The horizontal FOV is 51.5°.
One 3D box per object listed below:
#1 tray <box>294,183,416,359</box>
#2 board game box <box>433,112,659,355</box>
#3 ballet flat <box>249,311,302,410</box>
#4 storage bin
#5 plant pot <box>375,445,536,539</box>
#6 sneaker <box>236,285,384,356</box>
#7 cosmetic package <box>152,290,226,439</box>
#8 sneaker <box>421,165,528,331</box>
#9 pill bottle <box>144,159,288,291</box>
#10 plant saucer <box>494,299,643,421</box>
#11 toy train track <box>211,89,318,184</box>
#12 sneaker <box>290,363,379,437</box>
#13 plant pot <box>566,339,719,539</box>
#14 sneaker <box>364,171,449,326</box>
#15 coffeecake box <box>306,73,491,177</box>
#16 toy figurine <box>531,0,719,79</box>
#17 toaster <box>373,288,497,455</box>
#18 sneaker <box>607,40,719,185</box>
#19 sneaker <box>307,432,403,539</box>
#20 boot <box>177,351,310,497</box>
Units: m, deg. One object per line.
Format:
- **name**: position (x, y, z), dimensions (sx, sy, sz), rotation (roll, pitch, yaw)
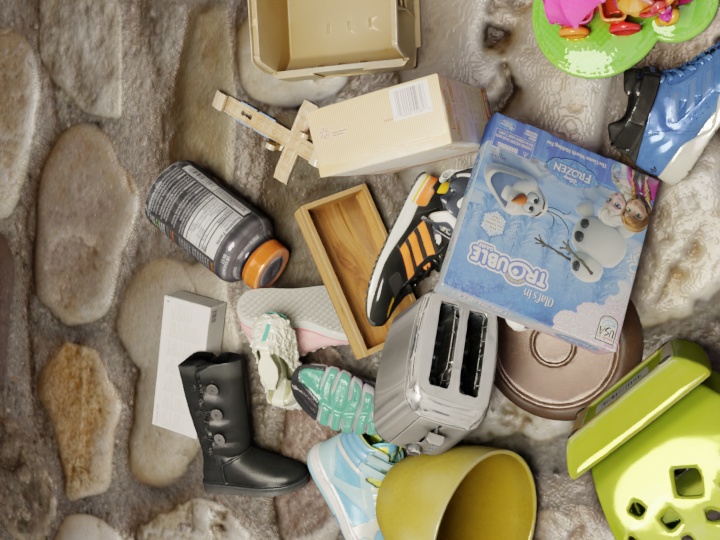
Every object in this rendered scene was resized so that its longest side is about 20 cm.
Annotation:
- **tray**: position (0.000, 0.000, 0.953), dimensions (0.202, 0.098, 0.037), rotation (66, 154, 4)
- **board game box**: position (0.202, -0.039, 0.800), dimensions (0.197, 0.043, 0.202), rotation (20, 78, -5)
- **ballet flat**: position (-0.109, 0.138, 0.980), dimensions (0.071, 0.072, 0.202), rotation (12, 140, 22)
- **storage bin**: position (-0.034, -0.347, 0.921), dimensions (0.197, 0.093, 0.202), rotation (1, 97, 24)
- **plant pot**: position (0.101, 0.299, 0.915), dimensions (0.141, 0.198, 0.204), rotation (11, 103, 47)
- **sneaker**: position (-0.065, 0.078, 1.014), dimensions (0.197, 0.076, 0.105), rotation (4, 142, 0)
- **cosmetic package**: position (-0.255, 0.139, 1.111), dimensions (0.081, 0.051, 0.203), rotation (13, 103, 17)
- **sneaker**: position (0.133, -0.030, 0.850), dimensions (0.127, 0.079, 0.203), rotation (0, 81, -9)
- **pill bottle**: position (-0.193, -0.056, 1.027), dimensions (0.199, 0.106, 0.107), rotation (37, 110, 15)
- **plant saucer**: position (0.234, 0.086, 0.895), dimensions (0.197, 0.034, 0.204), rotation (3, 99, 23)
- **toy train track**: position (-0.128, -0.194, 1.018), dimensions (0.199, 0.032, 0.116), rotation (32, 109, 18)
- **sneaker**: position (0.007, 0.171, 0.961), dimensions (0.197, 0.088, 0.075), rotation (22, 98, 7)
- **plant pot**: position (0.331, 0.190, 0.773), dimensions (0.200, 0.199, 0.182), rotation (-45, 77, 18)
- **sneaker**: position (0.074, -0.017, 0.903), dimensions (0.089, 0.070, 0.202), rotation (22, 79, 11)
- **coffeecake box**: position (0.055, -0.159, 0.849), dimensions (0.151, 0.200, 0.074), rotation (-11, 93, 24)
- **toy figurine**: position (0.257, -0.280, 0.750), dimensions (0.197, 0.184, 0.153), rotation (5, 99, 23)
- **toaster**: position (0.090, 0.107, 0.862), dimensions (0.112, 0.129, 0.203), rotation (19, 64, -11)
- **sneaker**: position (0.338, -0.202, 0.782), dimensions (0.110, 0.077, 0.202), rotation (30, 115, 8)
- **sneaker**: position (0.026, 0.294, 0.992), dimensions (0.130, 0.079, 0.201), rotation (-39, 82, 25)
- **boot**: position (-0.162, 0.213, 1.053), dimensions (0.162, 0.066, 0.203), rotation (-5, 100, 9)
